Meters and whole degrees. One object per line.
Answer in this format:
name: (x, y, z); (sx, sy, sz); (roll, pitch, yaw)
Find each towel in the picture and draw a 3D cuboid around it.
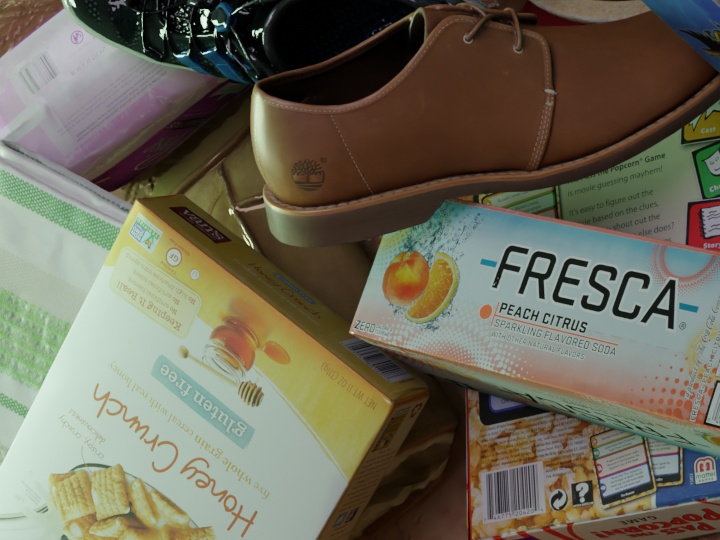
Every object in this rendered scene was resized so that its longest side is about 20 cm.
towel: (-0.133, 0.060, 0.962); (0.149, 0.031, 0.200); (27, 108, 22)

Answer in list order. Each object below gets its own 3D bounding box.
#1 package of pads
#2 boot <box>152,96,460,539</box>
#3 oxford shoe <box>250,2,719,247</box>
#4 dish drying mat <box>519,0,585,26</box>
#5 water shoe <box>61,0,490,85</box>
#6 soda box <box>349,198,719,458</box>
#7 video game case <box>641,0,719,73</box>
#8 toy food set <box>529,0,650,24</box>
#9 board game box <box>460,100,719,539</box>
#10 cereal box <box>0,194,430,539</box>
package of pads: (-0.078, -0.116, 1.006); (0.200, 0.121, 0.076); (-37, 86, 13)
boot: (0.000, 0.000, 0.945); (0.175, 0.066, 0.200); (-44, 50, 24)
oxford shoe: (0.055, -0.072, 0.812); (0.200, 0.071, 0.071); (-19, 29, -8)
dish drying mat: (0.147, -0.085, 0.913); (0.200, 0.018, 0.077); (28, 87, 38)
water shoe: (-0.038, -0.111, 0.893); (0.200, 0.079, 0.072); (12, 98, 13)
soda box: (0.096, 0.023, 0.791); (0.200, 0.068, 0.064); (14, 80, 40)
video game case: (0.179, -0.152, 0.796); (0.045, 0.200, 0.181); (8, 64, 59)
toy food set: (0.142, -0.183, 0.914); (0.198, 0.049, 0.200); (-44, 37, -7)
board game box: (0.114, 0.006, 0.861); (0.151, 0.046, 0.200); (-14, 65, 32)
cereal box: (-0.076, 0.089, 0.896); (0.144, 0.040, 0.200); (36, 111, 20)
